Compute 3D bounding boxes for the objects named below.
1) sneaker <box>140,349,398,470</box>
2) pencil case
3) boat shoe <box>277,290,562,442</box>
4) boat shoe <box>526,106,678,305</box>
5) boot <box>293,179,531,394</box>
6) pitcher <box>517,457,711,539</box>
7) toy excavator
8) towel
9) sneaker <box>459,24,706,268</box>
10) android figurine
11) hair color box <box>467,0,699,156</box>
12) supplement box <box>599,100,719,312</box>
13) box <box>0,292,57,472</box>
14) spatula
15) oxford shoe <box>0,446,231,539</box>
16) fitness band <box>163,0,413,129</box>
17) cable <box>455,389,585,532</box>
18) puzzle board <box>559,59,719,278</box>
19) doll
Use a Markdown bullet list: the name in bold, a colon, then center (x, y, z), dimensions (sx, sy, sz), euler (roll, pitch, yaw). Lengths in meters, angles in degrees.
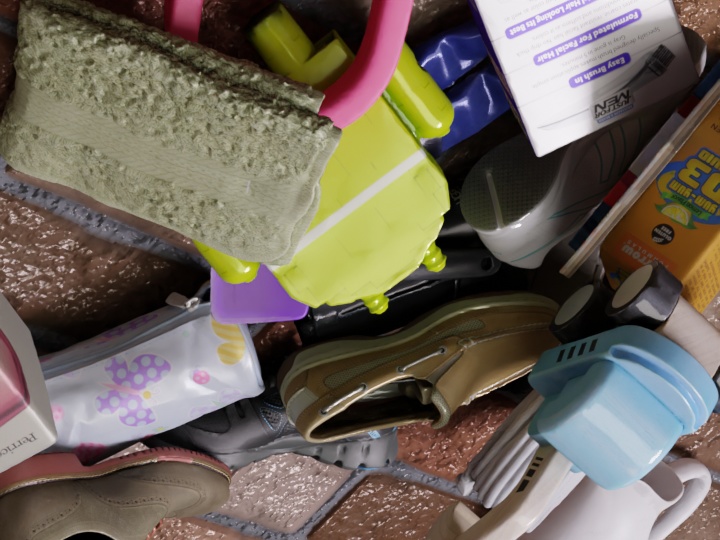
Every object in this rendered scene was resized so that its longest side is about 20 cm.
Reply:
- **sneaker**: center (-0.066, 0.092, 1.617), dimensions (0.199, 0.073, 0.082), euler (0, 107, -24)
- **pencil case**: center (-0.162, 0.077, 1.528), dimensions (0.199, 0.083, 0.091), euler (-24, 152, 0)
- **boat shoe**: center (0.048, 0.074, 1.530), dimensions (0.199, 0.076, 0.072), euler (-18, 130, -5)
- **boat shoe**: center (0.168, -0.047, 1.597), dimensions (0.072, 0.063, 0.200), euler (28, 119, 10)
- **boot**: center (0.033, 0.024, 1.577), dimensions (0.162, 0.073, 0.199), euler (-19, 130, -11)
- **pitcher**: center (0.188, 0.228, 1.833), dimensions (0.171, 0.121, 0.200), euler (10, 116, -45)
- **toy excavator**: center (0.134, 0.110, 1.481), dimensions (0.100, 0.200, 0.194), euler (43, 151, -14)
- **towel**: center (-0.115, -0.079, 1.346), dimensions (0.199, 0.037, 0.149), euler (23, 140, 2)
- **sneaker**: center (0.149, -0.083, 1.511), dimensions (0.200, 0.070, 0.080), euler (-43, 145, -7)
- **android figurine**: center (-0.026, -0.062, 1.423), dimensions (0.182, 0.041, 0.200), euler (-38, 107, 7)
- **hair color box**: center (0.113, -0.176, 1.333), dimensions (0.109, 0.065, 0.200), euler (-25, 125, 1)
- **supplement box**: center (0.246, -0.060, 1.536), dimensions (0.200, 0.066, 0.069), euler (-52, 154, -9)
- **box**: center (-0.290, 0.041, 1.405), dimensions (0.128, 0.109, 0.200), euler (-28, 134, 3)
- **spatula**: center (0.000, 0.000, 1.489), dimensions (0.199, 0.021, 0.057), euler (-6, 104, -23)
- **oxford shoe**: center (-0.160, 0.163, 1.512), dimensions (0.200, 0.075, 0.070), euler (-1, 149, -43)
- **fitness band**: center (-0.038, -0.170, 1.335), dimensions (0.143, 0.037, 0.201), euler (6, 114, -14)
- **cable**: center (0.158, 0.096, 1.639), dimensions (0.200, 0.069, 0.200), euler (-47, 174, -8)
- **puzzle board**: center (0.193, -0.085, 1.414), dimensions (0.151, 0.017, 0.200), euler (-49, 177, -25)
- **doll**: center (0.018, -0.096, 1.465), dimensions (0.200, 0.049, 0.137), euler (-34, 125, 6)
